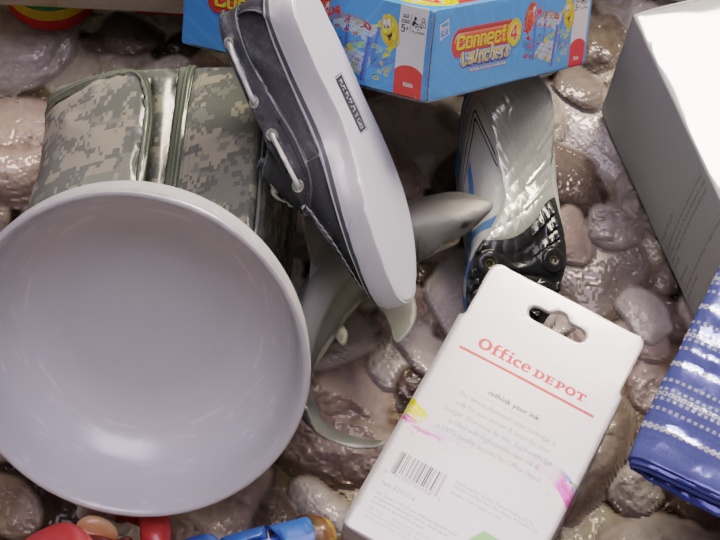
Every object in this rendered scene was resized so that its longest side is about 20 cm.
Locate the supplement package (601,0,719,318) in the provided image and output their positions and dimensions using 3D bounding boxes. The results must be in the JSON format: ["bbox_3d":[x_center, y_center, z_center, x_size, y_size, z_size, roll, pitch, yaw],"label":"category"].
[{"bbox_3d":[0.257,-0.072,1.175,0.116,0.117,0.202,-14,64,-11],"label":"supplement package"}]

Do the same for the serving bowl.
[{"bbox_3d":[-0.124,0.037,0.989,0.197,0.202,0.066,8,24,0],"label":"serving bowl"}]

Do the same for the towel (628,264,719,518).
[{"bbox_3d":[0.256,0.066,1.024,0.144,0.024,0.201,25,62,14],"label":"towel"}]

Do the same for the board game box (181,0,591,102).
[{"bbox_3d":[0.020,-0.168,1.148,0.194,0.057,0.199,17,22,32],"label":"board game box"}]

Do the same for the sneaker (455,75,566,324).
[{"bbox_3d":[0.096,-0.038,1.179,0.071,0.072,0.203,8,73,-14],"label":"sneaker"}]

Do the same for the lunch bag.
[{"bbox_3d":[-0.132,-0.024,1.109,0.165,0.140,0.202,0,61,7],"label":"lunch bag"}]

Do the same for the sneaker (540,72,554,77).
[{"bbox_3d":[0.118,-0.251,1.266,0.072,0.112,0.202,-9,62,-11],"label":"sneaker"}]

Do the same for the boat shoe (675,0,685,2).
[{"bbox_3d":[0.252,-0.234,1.296,0.198,0.071,0.070,19,63,13],"label":"boat shoe"}]

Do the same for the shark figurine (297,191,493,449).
[{"bbox_3d":[-0.019,0.012,1.093,0.127,0.090,0.215,7,50,33],"label":"shark figurine"}]

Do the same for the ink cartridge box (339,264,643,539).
[{"bbox_3d":[0.082,0.110,1.081,0.116,0.068,0.201,27,66,10],"label":"ink cartridge box"}]

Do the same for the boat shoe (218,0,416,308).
[{"bbox_3d":[-0.027,-0.067,1.039,0.067,0.072,0.202,-19,100,23],"label":"boat shoe"}]

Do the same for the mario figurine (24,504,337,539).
[{"bbox_3d":[-0.116,0.188,1.035,0.197,0.107,0.124,2,26,-15],"label":"mario figurine"}]

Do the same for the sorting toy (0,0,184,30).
[{"bbox_3d":[-0.177,-0.260,1.271,0.196,0.070,0.202,2,61,-3],"label":"sorting toy"}]
